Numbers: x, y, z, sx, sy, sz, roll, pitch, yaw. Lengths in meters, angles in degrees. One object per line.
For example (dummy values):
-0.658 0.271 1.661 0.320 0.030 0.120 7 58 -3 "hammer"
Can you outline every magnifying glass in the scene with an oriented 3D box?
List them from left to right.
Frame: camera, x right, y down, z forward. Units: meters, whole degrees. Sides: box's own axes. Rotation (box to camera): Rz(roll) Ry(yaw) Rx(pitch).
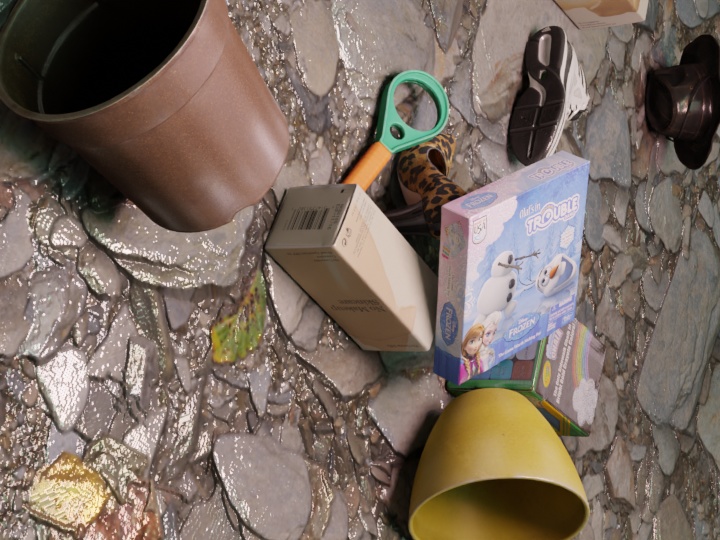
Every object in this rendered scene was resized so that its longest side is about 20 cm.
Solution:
0.034 -0.146 1.646 0.080 0.022 0.200 43 57 -10 "magnifying glass"

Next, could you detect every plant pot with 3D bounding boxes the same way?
-0.166 -0.145 1.251 0.198 0.199 0.201 54 47 -48 "plant pot"
0.148 0.217 1.685 0.200 0.199 0.143 42 35 -45 "plant pot"

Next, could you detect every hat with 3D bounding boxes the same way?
0.467 -0.251 2.219 0.201 0.080 0.202 -176 -90 -81 "hat"

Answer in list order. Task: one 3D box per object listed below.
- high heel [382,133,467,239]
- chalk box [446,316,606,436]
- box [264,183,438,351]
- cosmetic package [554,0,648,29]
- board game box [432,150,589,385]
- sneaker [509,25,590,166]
0.101 -0.097 1.651 0.200 0.142 0.072 -52 127 -42 "high heel"
0.187 0.104 1.780 0.200 0.123 0.125 39 58 -45 "chalk box"
0.000 0.000 1.547 0.200 0.095 0.078 47 53 -41 "box"
0.294 -0.399 1.975 0.200 0.105 0.071 33 62 -47 "cosmetic package"
0.161 -0.004 1.599 0.200 0.043 0.200 -26 128 -39 "board game box"
0.257 -0.203 1.934 0.115 0.075 0.201 38 55 -45 "sneaker"
